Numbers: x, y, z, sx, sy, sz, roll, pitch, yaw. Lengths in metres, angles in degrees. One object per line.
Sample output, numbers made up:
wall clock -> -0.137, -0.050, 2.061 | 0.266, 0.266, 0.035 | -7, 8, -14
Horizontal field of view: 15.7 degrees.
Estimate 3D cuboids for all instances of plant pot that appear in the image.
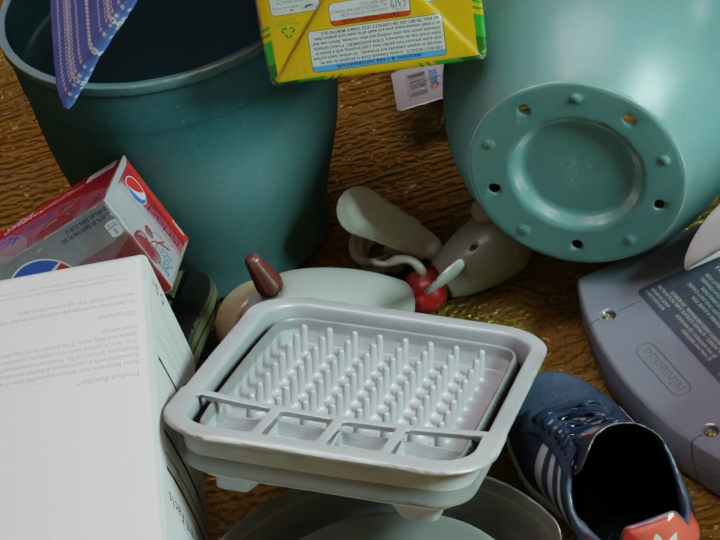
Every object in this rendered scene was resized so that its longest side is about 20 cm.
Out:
plant pot -> -0.101, -0.093, 1.585 | 0.198, 0.189, 0.201 | -8, 37, 6
plant pot -> 0.137, -0.101, 1.491 | 0.199, 0.202, 0.161 | -1, 39, 17

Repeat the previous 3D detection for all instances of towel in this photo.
towel -> -0.117, -0.203, 1.454 | 0.024, 0.200, 0.145 | 24, 30, -24

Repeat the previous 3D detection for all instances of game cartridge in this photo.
game cartridge -> 0.206, 0.048, 1.434 | 0.132, 0.042, 0.200 | -26, 39, -9

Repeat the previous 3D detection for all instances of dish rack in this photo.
dish rack -> 0.001, 0.073, 1.358 | 0.170, 0.044, 0.200 | 7, 22, 13

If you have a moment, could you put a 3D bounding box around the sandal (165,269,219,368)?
sandal -> -0.131, 0.074, 1.493 | 0.079, 0.058, 0.201 | 10, 38, 21

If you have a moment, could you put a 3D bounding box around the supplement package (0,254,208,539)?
supplement package -> -0.148, 0.115, 1.345 | 0.120, 0.120, 0.201 | -10, 59, 5

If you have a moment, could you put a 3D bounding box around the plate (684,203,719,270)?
plate -> 0.290, -0.076, 1.423 | 0.199, 0.032, 0.199 | -23, -8, -43

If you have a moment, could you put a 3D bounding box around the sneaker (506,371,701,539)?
sneaker -> 0.127, 0.098, 1.355 | 0.074, 0.085, 0.200 | -21, 38, -9

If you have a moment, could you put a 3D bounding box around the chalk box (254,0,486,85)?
chalk box -> -0.003, -0.214, 1.458 | 0.123, 0.124, 0.201 | -7, 37, 2

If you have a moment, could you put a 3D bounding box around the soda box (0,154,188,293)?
soda box -> -0.199, 0.019, 1.506 | 0.199, 0.070, 0.064 | -30, 20, 19

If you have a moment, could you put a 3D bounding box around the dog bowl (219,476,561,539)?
dog bowl -> 0.014, 0.182, 1.296 | 0.198, 0.059, 0.201 | -5, 36, 4

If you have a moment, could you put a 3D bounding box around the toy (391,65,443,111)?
toy -> 0.117, -0.152, 1.707 | 0.198, 0.047, 0.116 | -12, 41, 4

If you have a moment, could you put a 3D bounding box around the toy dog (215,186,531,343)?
toy dog -> 0.000, 0.000, 1.510 | 0.131, 0.097, 0.200 | 20, 49, 36
